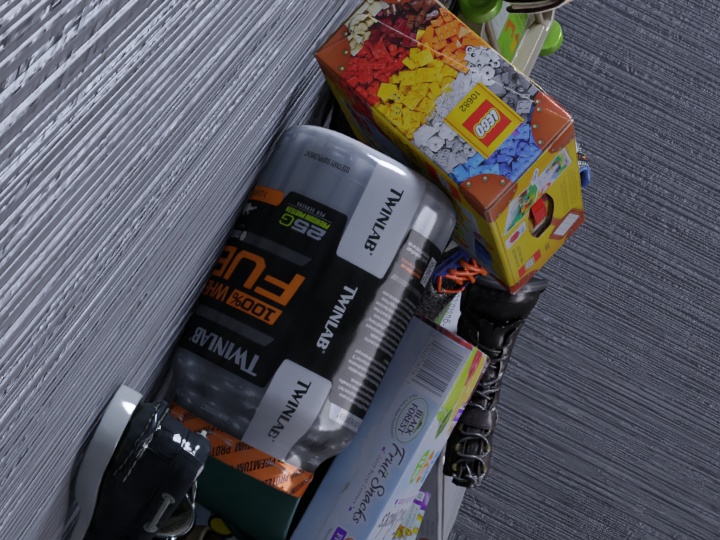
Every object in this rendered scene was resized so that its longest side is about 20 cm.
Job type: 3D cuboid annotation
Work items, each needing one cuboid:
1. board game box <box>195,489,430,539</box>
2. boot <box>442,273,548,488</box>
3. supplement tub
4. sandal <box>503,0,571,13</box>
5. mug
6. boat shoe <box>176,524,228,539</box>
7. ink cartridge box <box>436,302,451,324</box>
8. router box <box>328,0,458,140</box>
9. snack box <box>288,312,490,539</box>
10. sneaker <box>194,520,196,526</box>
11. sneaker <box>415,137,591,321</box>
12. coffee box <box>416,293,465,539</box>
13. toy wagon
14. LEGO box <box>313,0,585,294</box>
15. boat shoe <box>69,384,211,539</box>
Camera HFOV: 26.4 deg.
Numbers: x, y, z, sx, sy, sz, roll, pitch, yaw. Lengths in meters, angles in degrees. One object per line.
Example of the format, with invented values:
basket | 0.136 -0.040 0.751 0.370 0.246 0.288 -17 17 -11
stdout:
board game box | -0.061 0.193 1.208 0.106 0.198 0.103 -64 178 27
boot | 0.105 0.094 1.283 0.200 0.068 0.176 91 9 -80
supplement tub | -0.034 0.025 0.927 0.123 0.122 0.202 102 13 -83
sandal | 0.117 -0.207 1.069 0.205 0.060 0.079 -14 168 -42
mug | -0.070 0.114 1.061 0.186 0.114 0.152 -63 170 9
boat shoe | -0.086 0.213 1.037 0.202 0.074 0.076 75 27 -83
ink cartridge box | 0.000 0.000 1.165 0.199 0.075 0.149 11 107 -63
router box | 0.043 -0.200 1.146 0.149 0.051 0.201 107 9 -68
snack box | 0.018 0.133 1.068 0.201 0.053 0.142 -60 168 -1
sneaker | -0.160 0.237 1.087 0.115 0.072 0.202 -67 -178 -59
sneaker | 0.089 -0.029 1.109 0.201 0.078 0.075 -54 150 14
coffee box | 0.009 0.119 1.480 0.200 0.195 0.202 -61 154 -52
toy wagon | 0.126 -0.216 1.210 0.202 0.039 0.155 -65 155 -19
LEGO box | 0.064 -0.082 0.985 0.077 0.149 0.200 -45 162 -4
boat shoe | -0.119 0.127 0.839 0.076 0.060 0.200 -63 178 -22
